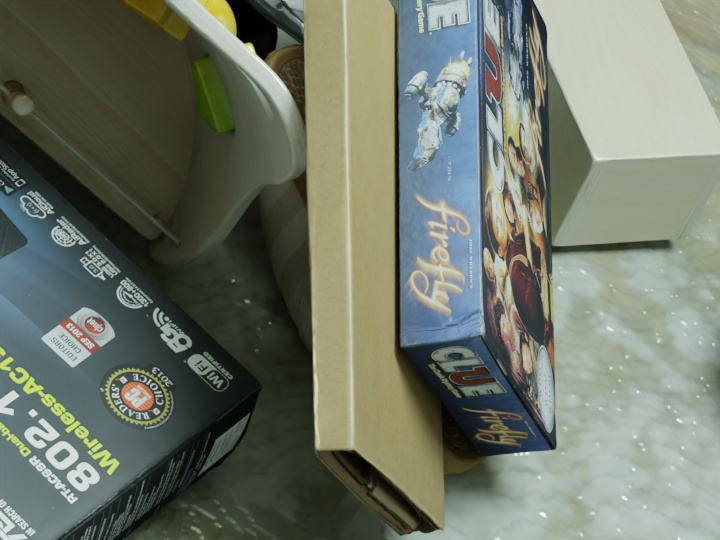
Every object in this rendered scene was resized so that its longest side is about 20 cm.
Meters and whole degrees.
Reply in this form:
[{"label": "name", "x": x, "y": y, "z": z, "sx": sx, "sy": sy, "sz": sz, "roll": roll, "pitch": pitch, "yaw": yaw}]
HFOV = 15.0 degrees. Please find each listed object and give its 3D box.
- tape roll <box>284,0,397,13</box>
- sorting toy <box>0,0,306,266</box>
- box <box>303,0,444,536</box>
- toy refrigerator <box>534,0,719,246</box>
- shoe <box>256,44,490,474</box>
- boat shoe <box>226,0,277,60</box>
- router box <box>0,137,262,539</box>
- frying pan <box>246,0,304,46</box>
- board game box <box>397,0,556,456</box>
[{"label": "tape roll", "x": -0.024, "y": -0.175, "z": 1.249, "sx": 0.202, "sy": 0.071, "sz": 0.203, "roll": 18, "pitch": 18, "yaw": -6}, {"label": "sorting toy", "x": -0.092, "y": -0.092, "z": 1.074, "sx": 0.200, "sy": 0.180, "sz": 0.107, "roll": 42, "pitch": 82, "yaw": -24}, {"label": "box", "x": 0.006, "y": -0.010, "z": 1.063, "sx": 0.021, "sy": 0.164, "sz": 0.201, "roll": -4, "pitch": 73, "yaw": 13}, {"label": "toy refrigerator", "x": 0.099, "y": -0.108, "z": 1.315, "sx": 0.076, "sy": 0.070, "sz": 0.200, "roll": -4, "pitch": 53, "yaw": -24}, {"label": "shoe", "x": 0.000, "y": 0.000, "z": 1.183, "sx": 0.070, "sy": 0.053, "sz": 0.200, "roll": -12, "pitch": 73, "yaw": -44}, {"label": "boat shoe", "x": -0.129, "y": -0.121, "z": 1.214, "sx": 0.199, "sy": 0.066, "sz": 0.075, "roll": 23, "pitch": 46, "yaw": -6}, {"label": "router box", "x": -0.161, "y": 0.032, "z": 1.071, "sx": 0.200, "sy": 0.062, "sz": 0.150, "roll": 42, "pitch": 48, "yaw": 12}, {"label": "frying pan", "x": -0.093, "y": -0.166, "z": 1.116, "sx": 0.190, "sy": 0.115, "sz": 0.031, "roll": 36, "pitch": 86, "yaw": 30}, {"label": "board game box", "x": 0.049, "y": -0.040, "z": 1.124, "sx": 0.034, "sy": 0.136, "sz": 0.201, "roll": -6, "pitch": 67, "yaw": 15}]
